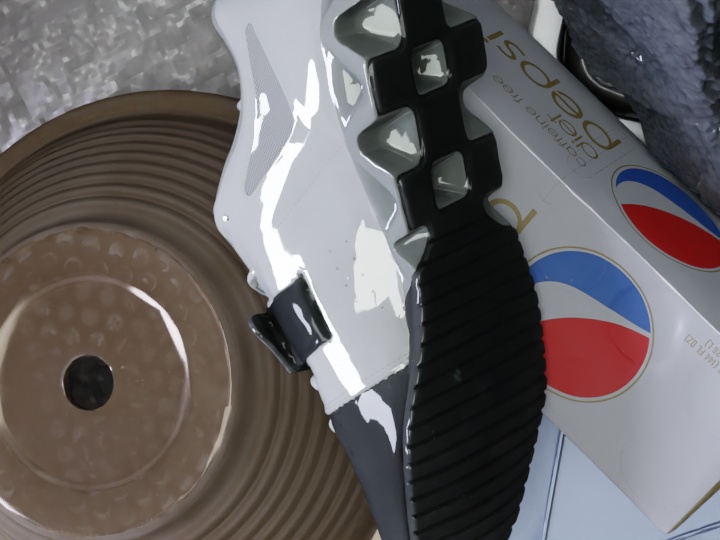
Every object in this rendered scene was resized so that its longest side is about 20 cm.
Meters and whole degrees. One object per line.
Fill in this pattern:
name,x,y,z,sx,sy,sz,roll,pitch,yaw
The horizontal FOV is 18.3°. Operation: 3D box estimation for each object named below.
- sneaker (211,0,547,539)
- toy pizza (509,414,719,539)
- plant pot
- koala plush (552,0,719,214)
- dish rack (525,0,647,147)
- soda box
sneaker,0.000,0.000,0.688,0.088,0.074,0.201,-2,100,38
toy pizza,0.062,0.109,0.783,0.199,0.032,0.202,0,91,9
plant pot,-0.073,0.038,0.746,0.200,0.093,0.202,0,88,14
koala plush,0.171,-0.118,0.670,0.177,0.184,0.200,41,75,13
dish rack,0.165,-0.111,0.753,0.199,0.044,0.173,13,94,5
soda box,0.059,-0.015,0.724,0.200,0.064,0.068,45,122,9
